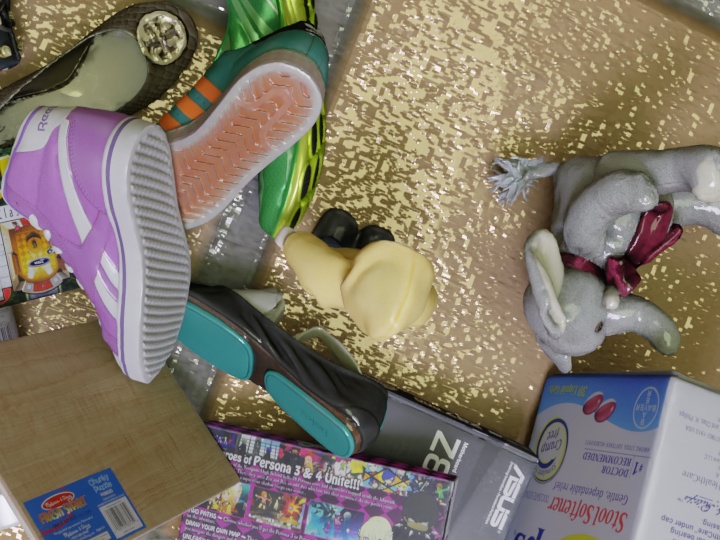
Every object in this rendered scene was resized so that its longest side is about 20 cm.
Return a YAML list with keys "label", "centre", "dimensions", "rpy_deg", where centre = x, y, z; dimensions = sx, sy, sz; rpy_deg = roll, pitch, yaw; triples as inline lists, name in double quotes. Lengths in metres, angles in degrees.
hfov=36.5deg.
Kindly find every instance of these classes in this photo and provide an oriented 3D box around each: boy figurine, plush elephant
- label: "boy figurine"
  centre: [0.000, 0.000, 0.750]
  dimensions: [0.123, 0.200, 0.065]
  rpy_deg: [24, 93, -10]
- label: "plush elephant"
  centre: [0.182, -0.002, 0.809]
  dimensions: [0.197, 0.165, 0.157]
  rpy_deg: [5, 82, 17]

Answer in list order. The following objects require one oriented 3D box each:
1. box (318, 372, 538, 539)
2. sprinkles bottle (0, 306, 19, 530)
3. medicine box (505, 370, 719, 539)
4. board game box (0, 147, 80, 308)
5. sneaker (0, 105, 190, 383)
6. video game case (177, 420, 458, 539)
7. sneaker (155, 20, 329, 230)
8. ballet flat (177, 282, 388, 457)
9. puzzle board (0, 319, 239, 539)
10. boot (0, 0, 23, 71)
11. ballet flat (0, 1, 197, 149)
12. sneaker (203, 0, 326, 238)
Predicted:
- label: "box"
  centre: [0.025, 0.201, 0.847]
  dimensions: [0.159, 0.049, 0.202]
  rpy_deg: [24, 92, -4]
- label: "sprinkles bottle"
  centre: [-0.269, 0.079, 0.775]
  dimensions: [0.067, 0.068, 0.203]
  rpy_deg: [-12, 99, -9]
- label: "medicine box"
  centre: [0.195, 0.185, 0.796]
  dimensions: [0.102, 0.182, 0.203]
  rpy_deg: [20, 79, -15]
- label: "board game box"
  centre: [-0.228, -0.033, 0.748]
  dimensions: [0.198, 0.023, 0.106]
  rpy_deg: [-17, 99, -36]
- label: "sneaker"
  centre: [-0.179, -0.020, 0.733]
  dimensions: [0.113, 0.073, 0.203]
  rpy_deg: [12, 124, 16]
- label: "video game case"
  centre: [-0.040, 0.220, 0.799]
  dimensions: [0.197, 0.036, 0.184]
  rpy_deg: [10, 90, 13]
- label: "sneaker"
  centre: [-0.094, -0.095, 0.737]
  dimensions: [0.199, 0.080, 0.071]
  rpy_deg: [-29, 118, 31]
- label: "ballet flat"
  centre: [-0.063, 0.060, 0.807]
  dimensions: [0.199, 0.068, 0.068]
  rpy_deg: [36, 53, 9]
- label: "puzzle board"
  centre: [-0.175, 0.106, 0.719]
  dimensions: [0.017, 0.199, 0.152]
  rpy_deg: [-39, 79, 23]
- label: "boot"
  centre: [-0.245, -0.217, 0.737]
  dimensions: [0.201, 0.074, 0.156]
  rpy_deg: [-16, 101, 4]
- label: "ballet flat"
  centre: [-0.203, -0.128, 0.772]
  dimensions: [0.198, 0.046, 0.068]
  rpy_deg: [-29, 102, -6]
- label: "sneaker"
  centre: [-0.070, -0.125, 0.794]
  dimensions: [0.082, 0.074, 0.203]
  rpy_deg: [-2, 98, 11]
